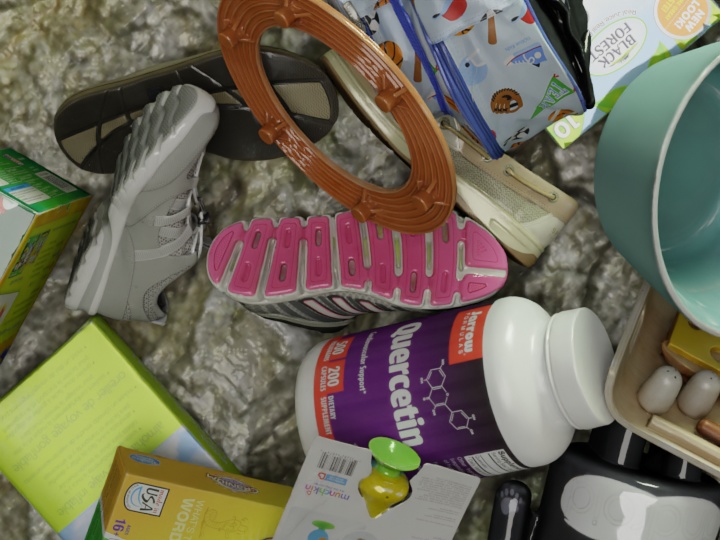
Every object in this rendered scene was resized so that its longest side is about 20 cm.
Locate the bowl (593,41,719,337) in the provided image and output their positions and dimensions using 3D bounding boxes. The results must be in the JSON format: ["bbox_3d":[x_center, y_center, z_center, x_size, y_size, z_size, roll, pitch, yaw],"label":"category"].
[{"bbox_3d":[0.230,-0.064,1.644,0.200,0.105,0.202,-11,108,-34],"label":"bowl"}]

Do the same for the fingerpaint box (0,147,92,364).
[{"bbox_3d":[-0.261,0.011,1.652,0.073,0.200,0.167,29,97,1],"label":"fingerpaint box"}]

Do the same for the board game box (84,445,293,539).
[{"bbox_3d":[-0.091,0.212,1.694,0.199,0.040,0.154,14,108,-20],"label":"board game box"}]

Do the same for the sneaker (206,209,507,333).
[{"bbox_3d":[0.000,0.000,1.696,0.199,0.087,0.074,-2,74,4],"label":"sneaker"}]

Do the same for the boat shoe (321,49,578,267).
[{"bbox_3d":[0.060,-0.089,1.693,0.200,0.072,0.065,42,91,-7],"label":"boat shoe"}]

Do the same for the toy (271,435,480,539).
[{"bbox_3d":[-0.012,0.192,1.652,0.115,0.047,0.201,15,120,-16],"label":"toy"}]

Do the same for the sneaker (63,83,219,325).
[{"bbox_3d":[-0.129,-0.043,1.686,0.082,0.075,0.200,20,132,-13],"label":"sneaker"}]

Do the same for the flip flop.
[{"bbox_3d":[-0.110,-0.111,1.707,0.199,0.058,0.081,-10,112,19],"label":"flip flop"}]

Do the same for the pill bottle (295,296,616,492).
[{"bbox_3d":[0.064,0.082,1.659,0.199,0.112,0.113,-14,95,25],"label":"pill bottle"}]

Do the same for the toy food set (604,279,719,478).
[{"bbox_3d":[0.263,0.075,1.655,0.199,0.144,0.061,29,129,0],"label":"toy food set"}]

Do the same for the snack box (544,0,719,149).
[{"bbox_3d":[0.125,-0.203,1.684,0.142,0.053,0.200,-39,92,7],"label":"snack box"}]

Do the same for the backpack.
[{"bbox_3d":[0.064,-0.164,1.579,0.154,0.200,0.191,-33,99,13],"label":"backpack"}]

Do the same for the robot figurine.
[{"bbox_3d":[0.174,0.188,1.688,0.150,0.125,0.201,16,97,31],"label":"robot figurine"}]

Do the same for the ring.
[{"bbox_3d":[-0.020,-0.098,1.581,0.200,0.200,0.019,47,66,-2],"label":"ring"}]

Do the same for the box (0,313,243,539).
[{"bbox_3d":[-0.160,0.144,1.736,0.122,0.048,0.200,-41,94,7],"label":"box"}]
